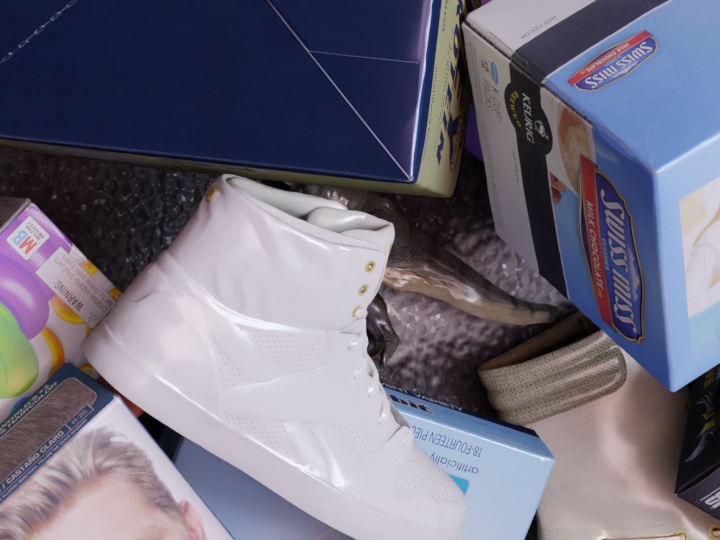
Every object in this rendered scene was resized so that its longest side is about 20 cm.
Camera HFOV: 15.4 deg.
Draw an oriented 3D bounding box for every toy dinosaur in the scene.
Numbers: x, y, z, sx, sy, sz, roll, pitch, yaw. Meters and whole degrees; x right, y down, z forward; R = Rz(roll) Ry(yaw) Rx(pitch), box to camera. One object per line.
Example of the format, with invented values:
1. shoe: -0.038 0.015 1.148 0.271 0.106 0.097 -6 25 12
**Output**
1. toy dinosaur: 0.000 0.000 1.243 0.200 0.047 0.088 35 76 -17

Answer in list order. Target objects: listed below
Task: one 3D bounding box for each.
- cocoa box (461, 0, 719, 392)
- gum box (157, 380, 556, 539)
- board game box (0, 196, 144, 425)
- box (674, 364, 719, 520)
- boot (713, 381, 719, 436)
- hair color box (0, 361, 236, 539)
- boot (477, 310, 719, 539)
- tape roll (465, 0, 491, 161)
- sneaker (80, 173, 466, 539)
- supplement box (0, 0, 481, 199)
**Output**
1. cocoa box: 0.164 -0.073 1.119 0.199 0.131 0.134 -30 138 -18
2. gum box: -0.026 0.146 1.215 0.169 0.045 0.201 19 102 -16
3. board game box: -0.186 0.075 1.160 0.103 0.105 0.200 46 81 -13
4. box: 0.237 0.052 1.256 0.158 0.048 0.201 29 51 -17
5. boot: 0.213 -0.002 1.193 0.197 0.073 0.163 -5 63 -33
6. hair color box: -0.092 0.147 1.122 0.100 0.060 0.200 -43 118 -12
7. boot: 0.166 0.079 1.278 0.199 0.072 0.156 -20 95 -12
8. tape roll: 0.119 -0.136 1.260 0.199 0.066 0.202 0 91 -15
9. sneaker: -0.006 0.038 1.115 0.200 0.074 0.116 33 98 -32
10. supplement box: -0.056 -0.109 1.113 0.199 0.200 0.135 7 90 7
